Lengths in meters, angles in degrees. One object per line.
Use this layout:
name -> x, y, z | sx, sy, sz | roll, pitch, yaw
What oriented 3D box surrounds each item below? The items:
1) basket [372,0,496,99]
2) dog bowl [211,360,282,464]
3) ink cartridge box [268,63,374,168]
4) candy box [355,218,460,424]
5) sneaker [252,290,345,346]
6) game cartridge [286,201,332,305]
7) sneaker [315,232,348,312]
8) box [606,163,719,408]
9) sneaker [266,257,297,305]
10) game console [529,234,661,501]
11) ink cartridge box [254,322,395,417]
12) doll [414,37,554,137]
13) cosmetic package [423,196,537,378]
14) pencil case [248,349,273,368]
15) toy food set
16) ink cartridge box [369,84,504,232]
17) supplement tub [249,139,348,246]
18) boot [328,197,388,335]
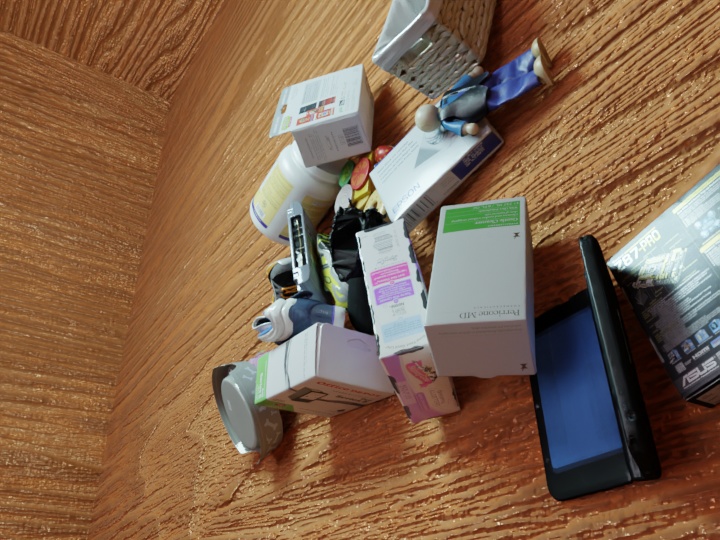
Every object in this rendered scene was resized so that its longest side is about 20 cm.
basket -> 0.121, -0.385, 0.964 | 0.135, 0.123, 0.202 | -27, 38, 51
dog bowl -> -0.217, 0.266, 1.200 | 0.199, 0.058, 0.202 | 33, 133, 45
ink cartridge box -> -0.068, -0.291, 1.185 | 0.173, 0.084, 0.201 | -12, 40, 14
candy box -> 0.060, 0.066, 0.806 | 0.071, 0.169, 0.201 | -17, 48, 6
sneaker -> -0.105, 0.097, 1.038 | 0.200, 0.144, 0.082 | 111, 166, -69
game cartridge -> -0.093, -0.016, 1.166 | 0.040, 0.134, 0.202 | -15, 51, 5
sneaker -> -0.049, -0.003, 1.132 | 0.077, 0.075, 0.201 | -65, 25, 23
box -> 0.321, -0.007, 0.520 | 0.200, 0.049, 0.162 | -51, 37, 34
sneaker -> -0.135, 0.047, 1.216 | 0.201, 0.077, 0.078 | 93, 160, -54
game console -> 0.204, 0.100, 0.602 | 0.115, 0.176, 0.202 | -16, 56, 23
ink cartridge box -> -0.058, 0.163, 0.979 | 0.199, 0.144, 0.085 | -33, 48, 49
doll -> 0.164, -0.244, 0.865 | 0.198, 0.048, 0.138 | -22, 44, 32
cosmetic package -> 0.137, 0.015, 0.692 | 0.106, 0.085, 0.201 | -6, 39, 18
pencil case -> -0.142, 0.185, 1.181 | 0.199, 0.087, 0.089 | -20, 57, 54
toy food set -> 0.012, -0.130, 1.122 | 0.197, 0.048, 0.202 | -24, 55, 54
ink cartridge box -> 0.101, -0.186, 0.963 | 0.200, 0.040, 0.201 | -44, 38, 19
supplement tub -> -0.124, -0.164, 1.275 | 0.200, 0.144, 0.146 | -50, 36, 33
boot -> 0.001, 0.001, 0.937 | 0.072, 0.162, 0.201 | 8, 89, 16
